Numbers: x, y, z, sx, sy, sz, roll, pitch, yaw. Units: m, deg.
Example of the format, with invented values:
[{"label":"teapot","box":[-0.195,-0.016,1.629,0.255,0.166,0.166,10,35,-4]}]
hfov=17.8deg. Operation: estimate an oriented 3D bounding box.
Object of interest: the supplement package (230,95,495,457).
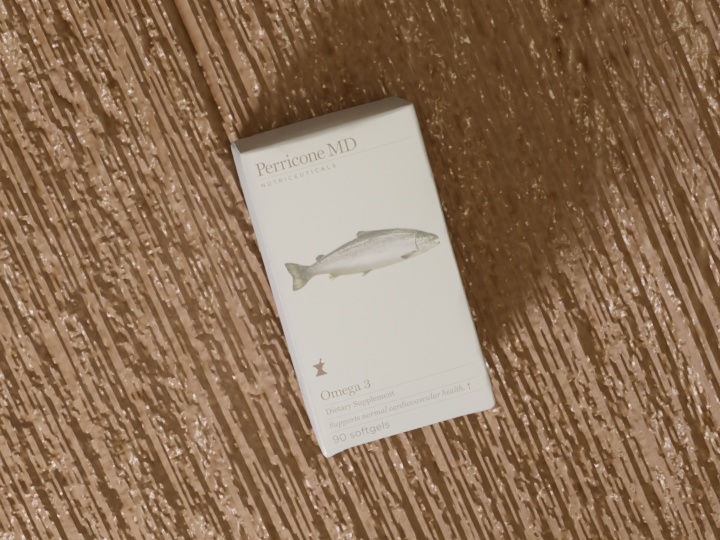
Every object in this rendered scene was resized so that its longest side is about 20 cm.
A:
[{"label":"supplement package","box":[0.000,0.000,1.467,0.117,0.117,0.200,-17,98,-2]}]
